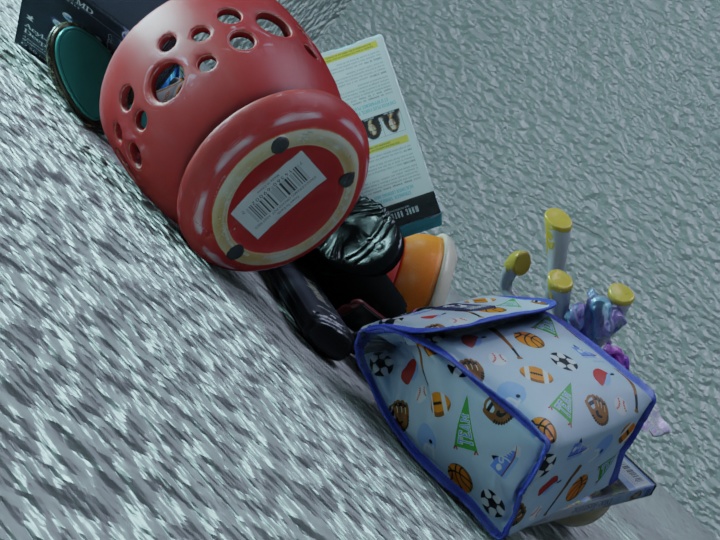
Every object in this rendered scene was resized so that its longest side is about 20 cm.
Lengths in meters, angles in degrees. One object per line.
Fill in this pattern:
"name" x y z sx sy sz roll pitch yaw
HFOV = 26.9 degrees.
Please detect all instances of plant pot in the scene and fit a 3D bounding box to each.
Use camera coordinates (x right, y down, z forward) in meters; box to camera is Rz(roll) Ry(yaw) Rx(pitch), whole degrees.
"plant pot" -0.100 -0.112 1.285 0.200 0.200 0.183 35 14 -52

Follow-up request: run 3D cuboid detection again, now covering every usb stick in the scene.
"usb stick" -0.049 0.029 1.367 0.055 0.033 0.200 40 5 -22

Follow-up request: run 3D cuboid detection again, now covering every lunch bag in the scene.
"lunch bag" 0.112 0.095 1.226 0.169 0.125 0.200 -11 42 -47

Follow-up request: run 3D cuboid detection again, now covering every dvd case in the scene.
"dvd case" 0.169 0.172 1.398 0.199 0.018 0.143 -3 37 -45

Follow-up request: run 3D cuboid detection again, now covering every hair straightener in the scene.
"hair straightener" 0.043 0.106 1.471 0.200 0.041 0.078 44 27 -45

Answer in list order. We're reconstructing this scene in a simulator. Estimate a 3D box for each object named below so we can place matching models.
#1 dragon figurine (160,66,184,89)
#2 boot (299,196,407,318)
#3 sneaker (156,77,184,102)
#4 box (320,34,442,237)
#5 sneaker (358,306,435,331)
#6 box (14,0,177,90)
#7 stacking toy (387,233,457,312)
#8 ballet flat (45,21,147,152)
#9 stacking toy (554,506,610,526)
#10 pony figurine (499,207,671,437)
"dragon figurine" -0.214 -0.213 1.629 0.098 0.203 0.059 2 -10 17
"boot" 0.000 0.001 1.463 0.197 0.073 0.163 24 -25 47
"sneaker" -0.164 -0.158 1.560 0.078 0.080 0.200 6 -6 8
"box" 0.016 -0.131 1.532 0.049 0.081 0.202 70 2 -77
"sneaker" 0.085 0.077 1.423 0.199 0.086 0.081 11 55 -61
"box" -0.240 -0.253 1.459 0.148 0.108 0.200 36 -22 -4
"stacking toy" -0.007 0.000 1.631 0.198 0.148 0.146 21 8 -9
"ballet flat" -0.239 -0.157 1.429 0.075 0.068 0.200 12 -27 50
"stacking toy" 0.213 0.213 1.568 0.085 0.086 0.200 41 -1 3
"pony figurine" 0.184 0.077 1.365 0.194 0.165 0.201 53 -32 35
